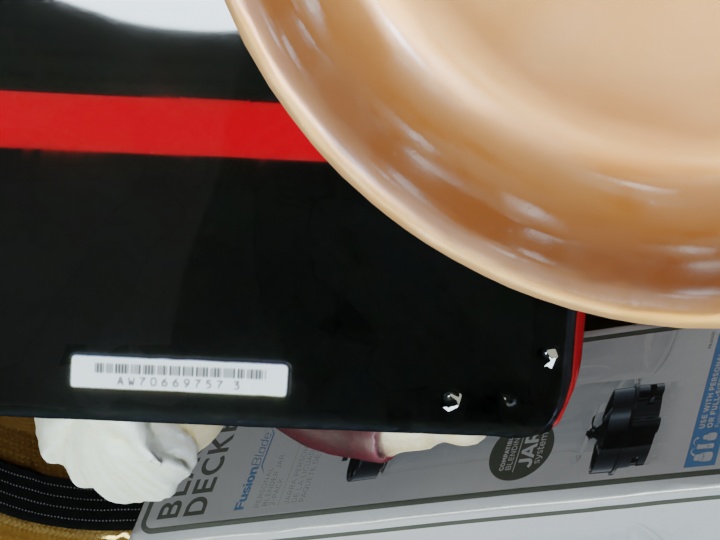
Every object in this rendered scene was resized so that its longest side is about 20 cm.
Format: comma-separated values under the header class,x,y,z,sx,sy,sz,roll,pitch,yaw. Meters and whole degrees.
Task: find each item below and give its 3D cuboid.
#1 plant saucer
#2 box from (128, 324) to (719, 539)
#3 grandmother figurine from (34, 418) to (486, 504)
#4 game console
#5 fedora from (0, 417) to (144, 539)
class,x,y,z,sx,sy,sz,roll,pitch,yaw
plant saucer,0.061,-0.082,0.624,0.199,0.038,0.201,12,125,17
box,0.050,0.077,0.830,0.199,0.060,0.117,-10,134,33
grandmother figurine,0.000,0.000,0.793,0.061,0.199,0.122,49,-167,-51
game console,-0.040,-0.044,0.710,0.198,0.031,0.178,3,118,-2
fedora,-0.080,0.015,0.911,0.199,0.082,0.201,-3,143,-2
